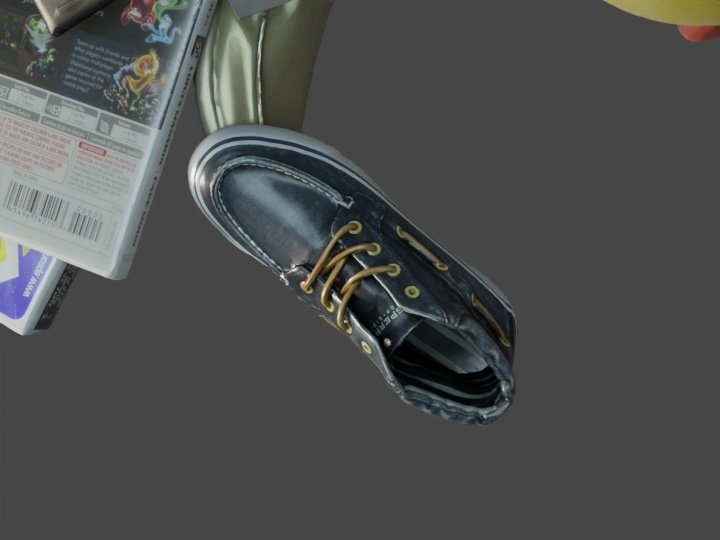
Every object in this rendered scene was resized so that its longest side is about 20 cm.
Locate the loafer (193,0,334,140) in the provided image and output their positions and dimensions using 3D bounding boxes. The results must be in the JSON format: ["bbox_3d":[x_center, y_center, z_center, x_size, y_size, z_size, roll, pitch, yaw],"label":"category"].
[{"bbox_3d":[-0.047,-0.130,1.394,0.068,0.076,0.201,-6,91,18],"label":"loafer"}]

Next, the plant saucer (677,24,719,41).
[{"bbox_3d":[0.231,-0.224,1.271,0.199,0.037,0.201,-13,104,6],"label":"plant saucer"}]

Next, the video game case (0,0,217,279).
[{"bbox_3d":[-0.182,-0.112,1.395,0.199,0.023,0.183,20,94,21],"label":"video game case"}]

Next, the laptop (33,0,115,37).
[{"bbox_3d":[-0.107,-0.256,1.343,0.187,0.116,0.201,-27,91,31],"label":"laptop"}]

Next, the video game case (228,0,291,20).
[{"bbox_3d":[-0.008,-0.246,1.345,0.180,0.045,0.201,-19,63,3],"label":"video game case"}]

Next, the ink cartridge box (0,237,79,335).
[{"bbox_3d":[-0.213,-0.099,1.446,0.199,0.043,0.199,30,97,11],"label":"ink cartridge box"}]

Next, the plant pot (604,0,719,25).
[{"bbox_3d":[0.145,-0.218,1.164,0.199,0.142,0.201,-1,86,14],"label":"plant pot"}]

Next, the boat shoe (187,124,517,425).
[{"bbox_3d":[0.000,0.000,1.349,0.200,0.091,0.071,32,108,-13],"label":"boat shoe"}]
